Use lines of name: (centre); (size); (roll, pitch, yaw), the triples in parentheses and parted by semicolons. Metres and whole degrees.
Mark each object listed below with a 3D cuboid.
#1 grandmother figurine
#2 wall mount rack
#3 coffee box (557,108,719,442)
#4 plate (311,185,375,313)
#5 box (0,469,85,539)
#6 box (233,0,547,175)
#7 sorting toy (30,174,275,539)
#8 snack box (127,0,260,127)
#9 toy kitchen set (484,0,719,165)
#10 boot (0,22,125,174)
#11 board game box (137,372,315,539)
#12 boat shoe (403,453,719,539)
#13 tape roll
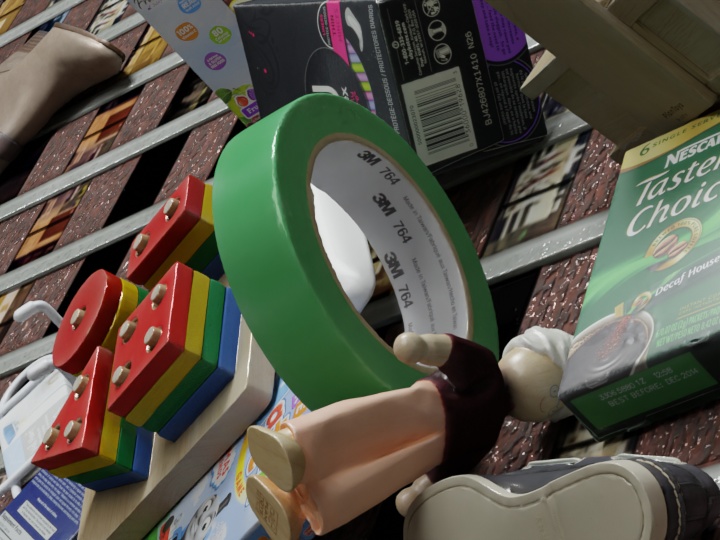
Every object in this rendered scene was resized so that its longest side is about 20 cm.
grandmother figurine: (0.037, 0.082, 1.298); (0.199, 0.122, 0.061); (-21, 54, -26)
wall mount rack: (-0.271, 0.111, 1.786); (0.174, 0.075, 0.200); (-41, 23, 5)
coffee box: (0.179, -0.008, 1.321); (0.123, 0.044, 0.200); (-24, 31, 38)
plate: (-0.064, 0.024, 1.563); (0.200, 0.032, 0.200); (-55, 25, 25)
box: (-0.202, 0.173, 1.630); (0.200, 0.032, 0.121); (-49, 25, -7)
box: (0.016, -0.131, 1.642); (0.106, 0.123, 0.200); (-19, 12, -27)
sorting toy: (-0.129, 0.051, 1.524); (0.199, 0.069, 0.200); (-47, 26, 35)
snack box: (-0.097, -0.217, 1.898); (0.068, 0.200, 0.169); (-30, 27, 27)
toy kitchen set: (0.162, -0.197, 1.427); (0.181, 0.163, 0.200); (-56, 6, -20)
boot: (-0.300, -0.151, 2.284); (0.146, 0.070, 0.200); (-56, 25, -12)
board game box: (-0.069, 0.136, 1.423); (0.200, 0.037, 0.151); (-48, 19, 28)
boat shoe: (0.097, 0.129, 1.235); (0.063, 0.073, 0.200); (-7, -8, -37)
tape roll: (0.000, 0.000, 1.392); (0.048, 0.201, 0.201); (-28, 28, 28)
